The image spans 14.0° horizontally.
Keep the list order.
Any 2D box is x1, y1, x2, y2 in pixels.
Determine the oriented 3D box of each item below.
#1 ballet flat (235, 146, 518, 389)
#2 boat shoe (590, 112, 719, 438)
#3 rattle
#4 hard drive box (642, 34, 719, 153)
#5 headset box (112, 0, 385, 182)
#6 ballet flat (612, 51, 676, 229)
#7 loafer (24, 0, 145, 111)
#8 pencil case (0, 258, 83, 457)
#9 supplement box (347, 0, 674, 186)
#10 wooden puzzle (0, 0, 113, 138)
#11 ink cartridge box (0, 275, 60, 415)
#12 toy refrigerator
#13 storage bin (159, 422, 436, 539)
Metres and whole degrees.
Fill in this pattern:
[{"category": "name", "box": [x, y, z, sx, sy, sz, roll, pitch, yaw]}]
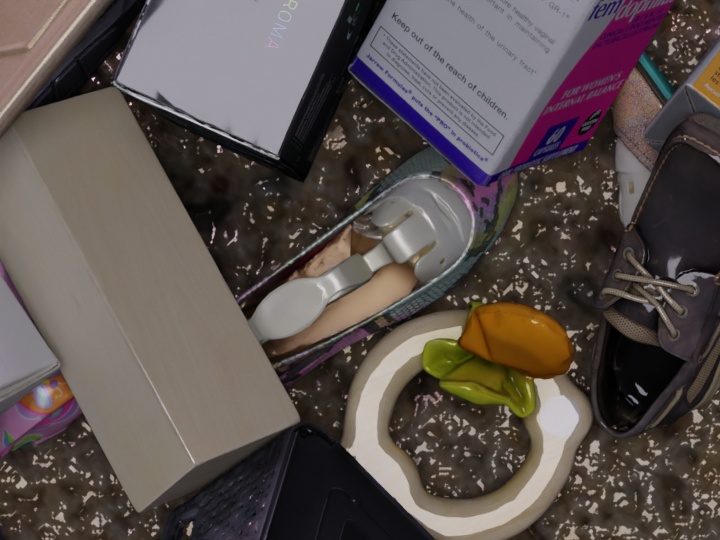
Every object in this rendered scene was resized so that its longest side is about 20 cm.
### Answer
[{"category": "ballet flat", "box": [0.000, 0.000, 1.531, 0.200, 0.071, 0.069, -35, 86, 1]}, {"category": "boat shoe", "box": [0.159, 0.012, 1.468, 0.074, 0.201, 0.073, 27, 48, 23]}, {"category": "rattle", "box": [0.031, 0.110, 1.499, 0.200, 0.143, 0.130, -39, 106, -5]}, {"category": "hard drive box", "box": [0.266, -0.102, 1.487, 0.156, 0.077, 0.200, 38, 68, 2]}, {"category": "headset box", "box": [-0.040, -0.145, 1.471, 0.092, 0.200, 0.175, 24, 91, 3]}, {"category": "ballet flat", "box": [0.176, -0.026, 1.529, 0.067, 0.068, 0.200, -39, 86, 8]}, {"category": "loafer", "box": [-0.146, -0.147, 1.538, 0.063, 0.072, 0.200, 40, 78, 4]}, {"category": "pencil case", "box": [-0.206, -0.004, 1.537, 0.087, 0.087, 0.200, -34, 87, 1]}, {"category": "supplement box", "box": [0.096, -0.155, 1.461, 0.103, 0.101, 0.200, 42, 125, 20]}, {"category": "wooden puzzle", "box": [-0.185, -0.156, 1.483, 0.185, 0.037, 0.200, -50, 47, 6]}, {"category": "ink cartridge box", "box": [-0.269, 0.049, 1.490, 0.200, 0.083, 0.145, -37, 86, 35]}, {"category": "toy refrigerator", "box": [-0.120, 0.015, 1.488, 0.076, 0.070, 0.201, -21, 76, -42]}, {"category": "storage bin", "box": [-0.006, 0.192, 1.461, 0.094, 0.135, 0.200, -34, 110, 27]}]
